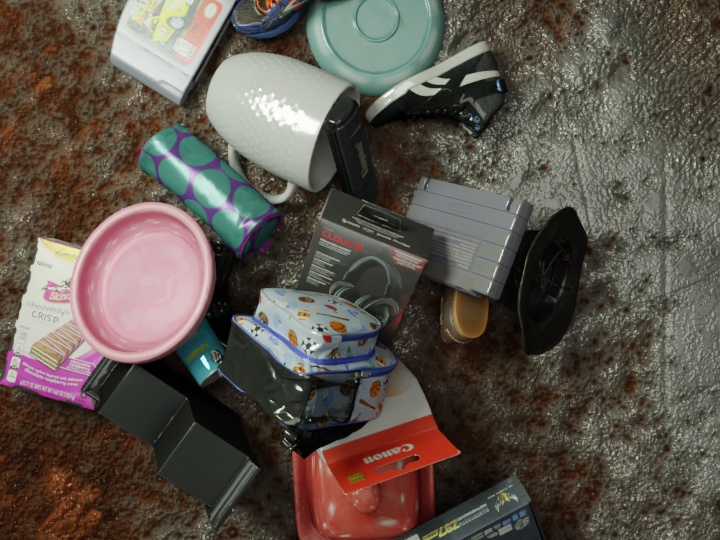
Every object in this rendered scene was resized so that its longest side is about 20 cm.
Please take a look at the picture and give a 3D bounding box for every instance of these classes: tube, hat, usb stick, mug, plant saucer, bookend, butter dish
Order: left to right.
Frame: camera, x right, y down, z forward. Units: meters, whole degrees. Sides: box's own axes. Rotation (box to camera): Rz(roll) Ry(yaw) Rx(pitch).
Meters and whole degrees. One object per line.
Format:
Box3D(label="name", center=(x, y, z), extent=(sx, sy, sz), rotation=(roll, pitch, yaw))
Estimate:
Box3D(label="plant saucer", center=(-0.267, 0.018, 1.060), extent=(0.196, 0.051, 0.205), rotation=(-5, 72, 14))
Box3D(label="bookend", center=(-0.242, 0.197, 1.057), extent=(0.198, 0.200, 0.093), rotation=(39, 88, -22))
Box3D(label="tube", center=(-0.239, 0.054, 1.093), extent=(0.077, 0.050, 0.201), rotation=(-36, 78, -2))
Box3D(label="mug", center=(-0.115, -0.184, 1.123), extent=(0.173, 0.148, 0.203), rotation=(25, 119, 13))
Box3D(label="usb stick", center=(-0.009, -0.144, 1.097), extent=(0.032, 0.201, 0.056), rotation=(35, 72, 25))
Box3D(label="butter dish", center=(0.005, 0.280, 1.117), extent=(0.195, 0.148, 0.205), rotation=(-3, 90, -1))
Box3D(label="plant saucer", center=(0.022, -0.348, 1.175), extent=(0.195, 0.027, 0.205), rotation=(0, 90, -1))
Box3D(label="hat", center=(0.232, 0.008, 1.143), extent=(0.080, 0.199, 0.205), rotation=(17, 89, 35))

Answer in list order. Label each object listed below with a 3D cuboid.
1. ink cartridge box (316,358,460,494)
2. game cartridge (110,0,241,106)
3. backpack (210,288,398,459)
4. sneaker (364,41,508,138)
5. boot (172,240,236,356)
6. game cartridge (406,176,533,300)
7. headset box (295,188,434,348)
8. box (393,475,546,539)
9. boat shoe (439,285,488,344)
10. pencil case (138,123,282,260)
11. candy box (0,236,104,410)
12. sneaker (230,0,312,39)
Box3D(label="ink cartridge box", center=(0.013, 0.188, 1.075), extent=(0.159, 0.200, 0.051), rotation=(-15, 112, -17))
Box3D(label="game cartridge", center=(-0.254, -0.347, 1.163), extent=(0.131, 0.041, 0.203), rotation=(29, 89, 2))
Box3D(label="backpack", center=(-0.053, 0.109, 1.024), extent=(0.199, 0.188, 0.156), rotation=(37, 107, 41))
Box3D(label="sneaker", center=(0.113, -0.219, 1.154), extent=(0.197, 0.073, 0.113), rotation=(-29, 90, -3))
Box3D(label="boot", center=(-0.183, 0.050, 1.144), extent=(0.207, 0.079, 0.161), rotation=(18, 90, -1))
Box3D(label="game cartridge", center=(0.128, -0.045, 1.108), extent=(0.038, 0.199, 0.132), rotation=(16, 94, -38))
Box3D(label="headset box", center=(0.000, 0.000, 1.101), extent=(0.146, 0.078, 0.202), rotation=(21, 128, -2))
Box3D(label="box", center=(0.149, 0.378, 1.130), extent=(0.197, 0.051, 0.159), rotation=(-26, 130, -2))
Box3D(label="boat shoe", center=(0.144, 0.002, 1.156), extent=(0.069, 0.070, 0.204), rotation=(21, 69, -14))
Box3D(label="pencil case", center=(-0.198, -0.106, 1.125), extent=(0.199, 0.093, 0.085), rotation=(42, 73, 10))
Box3D(label="candy box", center=(-0.391, 0.071, 1.147), extent=(0.133, 0.061, 0.205), rotation=(15, 90, -2))
Box3D(label="sneaker", center=(-0.092, -0.384, 1.132), extent=(0.197, 0.078, 0.076), rotation=(-30, 75, 11))
